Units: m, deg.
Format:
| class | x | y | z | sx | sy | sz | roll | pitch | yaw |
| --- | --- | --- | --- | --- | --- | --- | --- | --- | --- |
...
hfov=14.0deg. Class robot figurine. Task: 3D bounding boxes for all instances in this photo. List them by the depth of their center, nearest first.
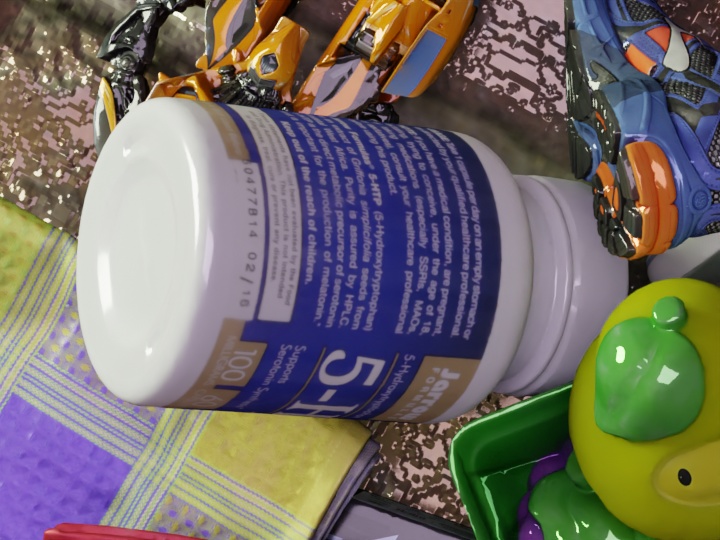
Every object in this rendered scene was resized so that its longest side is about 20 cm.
| class | x | y | z | sx | sy | sz | roll | pitch | yaw |
| --- | --- | --- | --- | --- | --- | --- | --- | --- | --- |
| robot figurine | -0.027 | -0.099 | 1.232 | 0.145 | 0.058 | 0.200 | 32 | 91 | 8 |

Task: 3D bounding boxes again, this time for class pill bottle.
| class | x | y | z | sx | sy | sz | roll | pitch | yaw |
| --- | --- | --- | --- | --- | --- | --- | --- | --- | --- |
| pill bottle | 0.000 | 0.000 | 1.161 | 0.200 | 0.120 | 0.120 | 5 | 88 | -29 |

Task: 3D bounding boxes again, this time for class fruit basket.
| class | x | y | z | sx | sy | sz | roll | pitch | yaw |
| --- | --- | --- | --- | --- | --- | --- | --- | --- | --- |
| fruit basket | 0.141 | 0.080 | 1.137 | 0.215 | 0.216 | 0.156 | -22 | 86 | 5 |

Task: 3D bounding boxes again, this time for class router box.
| class | x | y | z | sx | sy | sz | roll | pitch | yaw |
| --- | --- | --- | --- | --- | --- | --- | --- | --- | --- |
| router box | -0.060 | 0.155 | 1.231 | 0.200 | 0.052 | 0.158 | 19 | 91 | 7 |

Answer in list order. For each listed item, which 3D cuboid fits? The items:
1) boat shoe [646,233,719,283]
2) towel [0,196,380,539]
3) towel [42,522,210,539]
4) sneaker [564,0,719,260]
| class | x | y | z | sx | sy | sz | roll | pitch | yaw |
| --- | --- | --- | --- | --- | --- | --- | --- | --- | --- |
| boat shoe | 0.185 | -0.071 | 1.208 | 0.201 | 0.070 | 0.072 | -41 | 75 | -1 |
| towel | -0.105 | 0.077 | 1.200 | 0.200 | 0.023 | 0.144 | 34 | 93 | 6 |
| towel | -0.063 | 0.200 | 1.178 | 0.144 | 0.022 | 0.201 | 4 | 107 | 4 |
| sneaker | 0.124 | -0.061 | 1.157 | 0.078 | 0.200 | 0.076 | -3 | 119 | -4 |
